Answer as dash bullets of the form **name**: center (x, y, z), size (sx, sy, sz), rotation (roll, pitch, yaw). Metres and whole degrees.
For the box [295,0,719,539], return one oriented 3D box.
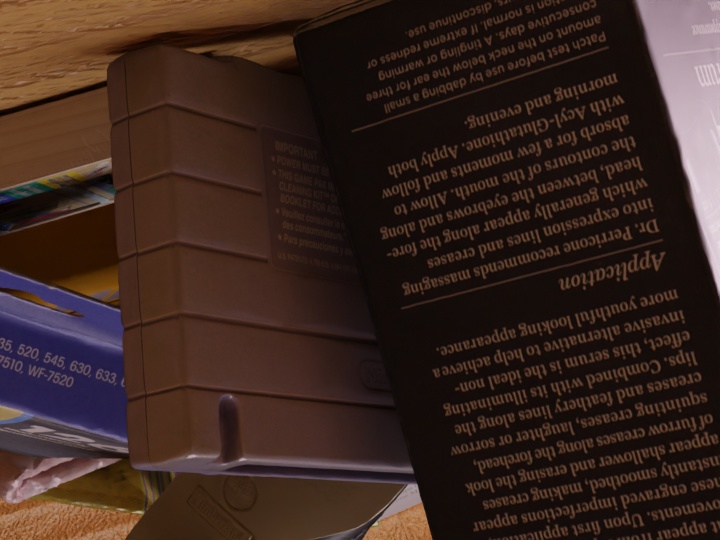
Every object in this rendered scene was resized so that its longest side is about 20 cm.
- **box**: center (0.083, 0.002, 0.543), size (0.107, 0.201, 0.148), rotation (-15, -179, 30)

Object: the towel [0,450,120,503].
- **towel**: center (-0.182, 0.037, 0.922), size (0.200, 0.032, 0.191), rotation (30, -151, 28)

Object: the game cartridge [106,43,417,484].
- **game cartridge**: center (-0.001, 0.005, 0.573), size (0.038, 0.130, 0.200), rotation (-21, 160, 36)

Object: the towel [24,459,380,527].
- **towel**: center (-0.093, 0.087, 0.934), size (0.199, 0.023, 0.144), rotation (10, -154, -13)

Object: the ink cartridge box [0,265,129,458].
- **ink cartridge box**: center (-0.163, 0.032, 0.653), size (0.197, 0.047, 0.200), rotation (21, 165, -31)

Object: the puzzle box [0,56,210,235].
- **puzzle box**: center (-0.110, -0.041, 0.669), size (0.133, 0.026, 0.200), rotation (-17, 180, -1)

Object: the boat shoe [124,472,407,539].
- **boat shoe**: center (-0.031, 0.088, 0.690), size (0.201, 0.074, 0.063), rotation (-48, 166, 18)

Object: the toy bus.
- **toy bus**: center (-0.155, -0.005, 0.868), size (0.078, 0.065, 0.200), rotation (-36, 168, 39)

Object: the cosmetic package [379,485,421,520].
- **cosmetic package**: center (-0.008, 0.030, 0.740), size (0.101, 0.071, 0.200), rotation (-23, 144, -3)
